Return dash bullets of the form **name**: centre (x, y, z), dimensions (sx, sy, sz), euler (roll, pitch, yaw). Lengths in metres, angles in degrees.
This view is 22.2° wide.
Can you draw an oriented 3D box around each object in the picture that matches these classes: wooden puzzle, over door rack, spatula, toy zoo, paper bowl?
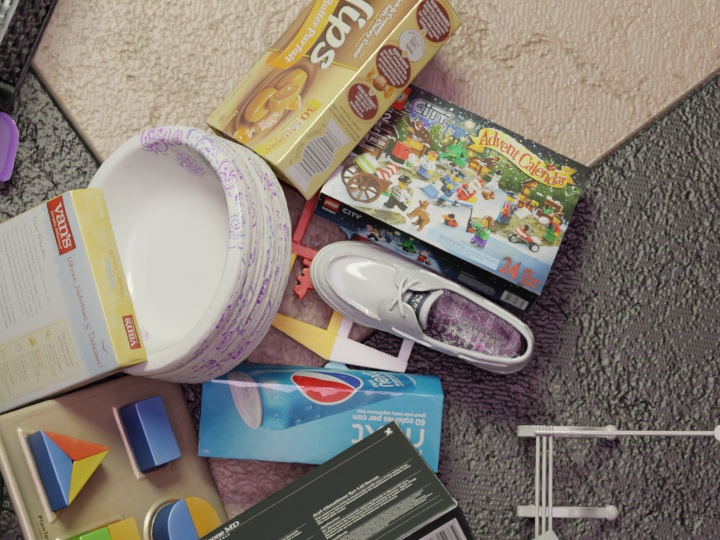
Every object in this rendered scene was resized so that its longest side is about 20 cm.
- **wooden puzzle**: centre (-0.184, 0.179, 1.458), dimensions (0.199, 0.046, 0.187), euler (-16, 83, -45)
- **over door rack**: centre (0.228, 0.201, 1.514), dimensions (0.198, 0.067, 0.149), euler (-1, 84, 18)
- **spatula**: centre (-0.382, -0.130, 1.550), dimensions (0.198, 0.021, 0.057), euler (17, 103, 2)
- **toy zoo**: centre (0.000, 0.000, 1.556), dimensions (0.130, 0.020, 0.202), euler (21, 83, -1)
- **paper bowl**: centre (-0.136, -0.009, 1.483), dimensions (0.199, 0.104, 0.203), euler (-10, 73, 36)

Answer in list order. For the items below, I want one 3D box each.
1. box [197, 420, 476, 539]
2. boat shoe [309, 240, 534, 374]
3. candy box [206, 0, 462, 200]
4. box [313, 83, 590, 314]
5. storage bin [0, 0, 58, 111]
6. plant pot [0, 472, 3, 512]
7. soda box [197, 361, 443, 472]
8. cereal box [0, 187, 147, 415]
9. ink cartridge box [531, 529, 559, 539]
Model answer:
- **box**: centre (-0.021, 0.223, 1.412), dimensions (0.199, 0.141, 0.079), euler (-30, 122, -6)
- **boat shoe**: centre (0.052, 0.031, 1.510), dimensions (0.199, 0.069, 0.072), euler (30, 84, 0)
- **candy box**: centre (-0.023, -0.164, 1.523), dimensions (0.200, 0.115, 0.055), euler (-49, 133, -8)
- **box**: centre (0.078, -0.067, 1.531), dimensions (0.199, 0.038, 0.137), euler (25, 61, 1)
- **storage bin**: centre (-0.302, -0.248, 1.512), dimensions (0.093, 0.135, 0.202), euler (23, 83, 0)
- **plant pot**: centre (-0.365, 0.191, 1.450), dimensions (0.199, 0.200, 0.135), euler (-22, 112, -4)
- **soda box**: centre (-0.033, 0.119, 1.513), dimensions (0.198, 0.064, 0.069), euler (4, 102, -3)
- **cereal box**: centre (-0.265, 0.032, 1.474), dimensions (0.199, 0.039, 0.145), euler (-20, 84, 37)
- **ink cartridge box**: centre (0.072, 0.297, 1.420), dimensions (0.199, 0.146, 0.083), euler (-35, 85, 34)
